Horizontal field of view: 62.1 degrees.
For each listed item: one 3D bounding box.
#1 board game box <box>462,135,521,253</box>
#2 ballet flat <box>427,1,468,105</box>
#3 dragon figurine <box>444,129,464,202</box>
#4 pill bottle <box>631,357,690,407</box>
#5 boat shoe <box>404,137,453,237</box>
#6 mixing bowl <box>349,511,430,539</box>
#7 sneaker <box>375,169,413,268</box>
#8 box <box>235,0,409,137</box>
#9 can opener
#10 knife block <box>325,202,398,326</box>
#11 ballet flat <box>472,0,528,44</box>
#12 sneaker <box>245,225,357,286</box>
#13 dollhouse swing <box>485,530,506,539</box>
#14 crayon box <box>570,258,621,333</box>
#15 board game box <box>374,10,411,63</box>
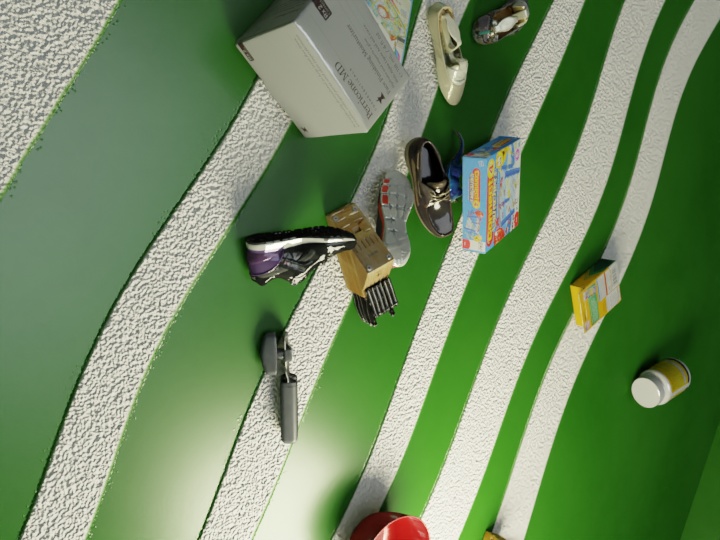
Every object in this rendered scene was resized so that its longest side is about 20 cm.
[{"bbox_3d":[0.286,-0.168,1.295,0.194,0.054,0.207,-34,126,-48],"label":"board game box"},{"bbox_3d":[0.183,-0.438,1.213,0.069,0.069,0.205,-33,117,-28],"label":"ballet flat"},{"bbox_3d":[0.181,-0.196,1.255,0.097,0.058,0.208,2,98,-38],"label":"dragon figurine"},{"bbox_3d":[0.974,0.366,1.941,0.195,0.113,0.119,-13,106,-36],"label":"pill bottle"},{"bbox_3d":[0.139,-0.160,1.174,0.073,0.073,0.206,-23,101,-9],"label":"boat shoe"},{"bbox_3d":[0.044,0.588,1.249,0.195,0.107,0.208,-7,102,-36],"label":"mixing bowl"},{"bbox_3d":[0.053,-0.098,1.172,0.075,0.082,0.207,15,67,-23],"label":"sneaker"},{"bbox_3d":[-0.062,-0.334,0.952,0.132,0.197,0.200,-52,124,-18],"label":"box"},{"bbox_3d":[-0.146,0.210,1.083,0.064,0.053,0.208,0,100,-5],"label":"can opener"},{"bbox_3d":[0.000,0.000,1.151,0.063,0.177,0.202,-25,68,-24],"label":"knife block"},{"bbox_3d":[0.327,-0.547,1.306,0.198,0.071,0.074,-37,118,-28],"label":"ballet flat"},{"bbox_3d":[-0.101,-0.023,1.045,0.193,0.076,0.091,-6,109,-14],"label":"sneaker"},{"bbox_3d":[0.372,0.806,1.516,0.172,0.181,0.205,27,80,-16],"label":"dollhouse swing"},{"bbox_3d":[0.653,0.069,1.677,0.197,0.051,0.129,-31,115,-31],"label":"crayon box"},{"bbox_3d":[0.022,-0.457,1.065,0.198,0.033,0.140,9,92,-56],"label":"board game box"}]
